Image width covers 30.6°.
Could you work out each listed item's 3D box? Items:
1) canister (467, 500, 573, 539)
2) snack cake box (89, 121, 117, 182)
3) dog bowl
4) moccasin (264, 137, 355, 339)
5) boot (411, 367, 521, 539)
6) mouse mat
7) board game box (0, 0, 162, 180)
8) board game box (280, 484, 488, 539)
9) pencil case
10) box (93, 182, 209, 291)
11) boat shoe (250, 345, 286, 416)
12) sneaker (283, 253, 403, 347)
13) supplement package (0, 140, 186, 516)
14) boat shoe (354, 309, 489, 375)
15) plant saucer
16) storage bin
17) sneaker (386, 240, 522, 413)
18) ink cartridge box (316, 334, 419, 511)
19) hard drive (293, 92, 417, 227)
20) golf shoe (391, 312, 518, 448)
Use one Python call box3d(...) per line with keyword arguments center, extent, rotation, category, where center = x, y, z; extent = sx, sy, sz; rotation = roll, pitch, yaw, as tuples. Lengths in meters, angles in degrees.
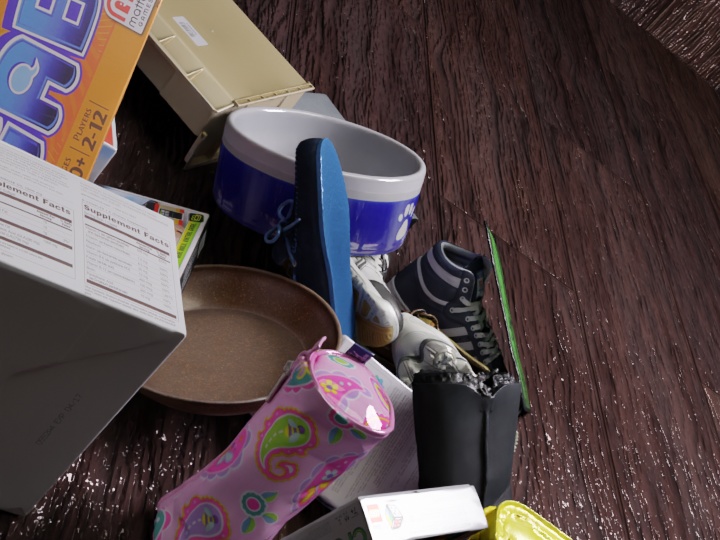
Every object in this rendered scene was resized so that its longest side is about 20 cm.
box3d(center=(0.086, 0.277, 0.944), extent=(0.148, 0.200, 0.087), rotation=(37, 28, -12), category="canister")
box3d(center=(-0.313, -0.158, 1.141), extent=(0.199, 0.067, 0.116), rotation=(26, 31, -33), category="snack cake box")
box3d(center=(-0.041, -0.089, 1.276), extent=(0.198, 0.080, 0.200), rotation=(14, 19, -5), category="dog bowl")
box3d(center=(-0.049, -0.015, 1.154), extent=(0.080, 0.067, 0.202), rotation=(-37, 127, -66), category="moccasin")
box3d(center=(0.047, 0.166, 1.057), extent=(0.198, 0.076, 0.170), rotation=(-4, 93, -32), category="boot")
box3d(center=(0.159, 0.053, 1.413), extent=(0.161, 0.007, 0.202), rotation=(35, 42, -78), category="mouse mat")
box3d(center=(-0.294, -0.144, 0.919), extent=(0.199, 0.202, 0.199), rotation=(26, -7, -32), category="board game box")
box3d(center=(-0.026, 0.202, 0.894), extent=(0.126, 0.199, 0.035), rotation=(5, 57, -50), category="board game box")
box3d(center=(-0.063, 0.139, 0.930), extent=(0.087, 0.200, 0.088), rotation=(35, 23, -18), category="pencil case")
box3d(center=(-0.198, 0.001, 1.070), extent=(0.109, 0.035, 0.201), rotation=(15, 31, -2), category="box")
box3d(center=(-0.030, 0.115, 1.170), extent=(0.199, 0.075, 0.093), rotation=(33, 13, -21), category="boat shoe")
box3d(center=(0.000, 0.000, 1.263), extent=(0.087, 0.076, 0.200), rotation=(-13, 34, -25), category="sneaker")
box3d(center=(-0.232, 0.038, 0.834), extent=(0.155, 0.200, 0.111), rotation=(25, 32, -32), category="supplement package")
box3d(center=(0.052, 0.068, 1.330), extent=(0.200, 0.068, 0.072), rotation=(40, 31, -5), category="boat shoe")
box3d(center=(-0.115, 0.061, 1.068), extent=(0.198, 0.037, 0.201), rotation=(4, 31, -2), category="plant saucer")
box3d(center=(-0.180, -0.220, 1.386), extent=(0.200, 0.094, 0.198), rotation=(49, 28, 7), category="storage bin")
box3d(center=(0.122, 0.059, 1.396), extent=(0.200, 0.109, 0.070), rotation=(47, 27, 5), category="sneaker")
box3d(center=(0.021, 0.161, 1.110), extent=(0.200, 0.120, 0.042), rotation=(39, -18, -16), category="ink cartridge box")
box3d(center=(-0.031, -0.123, 1.521), extent=(0.201, 0.033, 0.139), rotation=(55, 28, 18), category="hard drive")
box3d(center=(0.088, 0.116, 1.264), extent=(0.201, 0.078, 0.097), rotation=(60, 0, -37), category="golf shoe")
